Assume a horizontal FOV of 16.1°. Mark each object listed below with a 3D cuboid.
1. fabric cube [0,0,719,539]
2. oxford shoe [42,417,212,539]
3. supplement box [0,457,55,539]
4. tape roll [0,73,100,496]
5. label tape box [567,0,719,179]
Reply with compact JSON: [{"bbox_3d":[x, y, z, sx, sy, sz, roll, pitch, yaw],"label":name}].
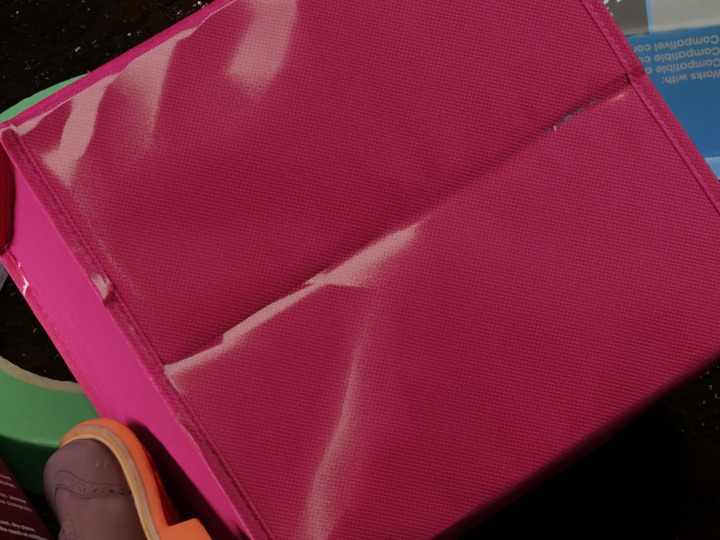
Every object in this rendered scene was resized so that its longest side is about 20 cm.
[{"bbox_3d":[0.000,0.000,0.920,0.199,0.196,0.200,-32,85,-12],"label":"fabric cube"},{"bbox_3d":[-0.091,0.107,0.891,0.072,0.071,0.200,-29,21,-10],"label":"oxford shoe"},{"bbox_3d":[-0.202,0.090,1.001,0.109,0.061,0.200,-49,54,14],"label":"supplement box"},{"bbox_3d":[-0.095,0.002,1.077,0.200,0.048,0.201,-6,53,9],"label":"tape roll"},{"bbox_3d":[0.146,-0.113,1.097,0.143,0.066,0.200,-7,52,8],"label":"label tape box"}]
